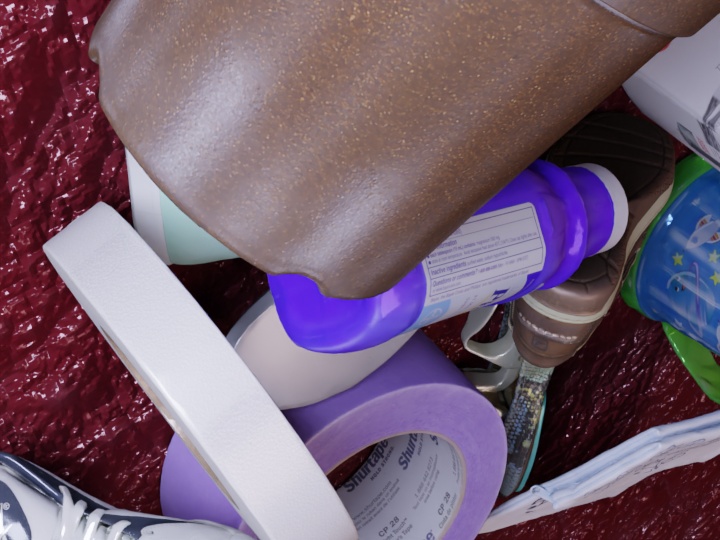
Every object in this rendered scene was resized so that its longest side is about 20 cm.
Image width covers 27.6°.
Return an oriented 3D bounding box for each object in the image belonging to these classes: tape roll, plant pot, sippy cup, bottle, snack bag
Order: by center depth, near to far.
[{"bbox_3d":[0.018,-0.110,0.515,0.199,0.202,0.198,14,129,-44],"label":"plant pot"},{"bbox_3d":[-0.076,0.057,0.688,0.037,0.203,0.204,-38,138,-11],"label":"tape roll"},{"bbox_3d":[0.051,-0.013,0.690,0.199,0.083,0.066,-15,88,-44],"label":"bottle"},{"bbox_3d":[-0.014,0.126,0.881,0.198,0.085,0.202,-21,133,-24],"label":"tape roll"},{"bbox_3d":[0.262,0.005,0.974,0.140,0.130,0.178,-43,139,-1],"label":"sippy cup"},{"bbox_3d":[0.187,0.138,1.012,0.187,0.022,0.199,-6,158,-44],"label":"snack bag"}]

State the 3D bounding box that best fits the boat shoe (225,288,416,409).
[{"bbox_3d":[0.000,0.000,0.806,0.199,0.066,0.072,-39,121,-15],"label":"boat shoe"}]

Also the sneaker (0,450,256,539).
[{"bbox_3d":[-0.144,0.144,0.732,0.129,0.198,0.080,26,77,-35],"label":"sneaker"}]

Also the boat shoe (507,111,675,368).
[{"bbox_3d":[0.127,-0.019,0.845,0.203,0.074,0.075,-51,159,-49],"label":"boat shoe"}]

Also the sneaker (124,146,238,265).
[{"bbox_3d":[-0.050,-0.084,0.661,0.116,0.074,0.202,-2,139,-1],"label":"sneaker"}]

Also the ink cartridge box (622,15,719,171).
[{"bbox_3d":[0.261,-0.109,0.829,0.146,0.200,0.085,-45,144,1],"label":"ink cartridge box"}]

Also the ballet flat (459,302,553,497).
[{"bbox_3d":[0.092,0.059,0.940,0.073,0.074,0.202,-9,126,-34],"label":"ballet flat"}]
